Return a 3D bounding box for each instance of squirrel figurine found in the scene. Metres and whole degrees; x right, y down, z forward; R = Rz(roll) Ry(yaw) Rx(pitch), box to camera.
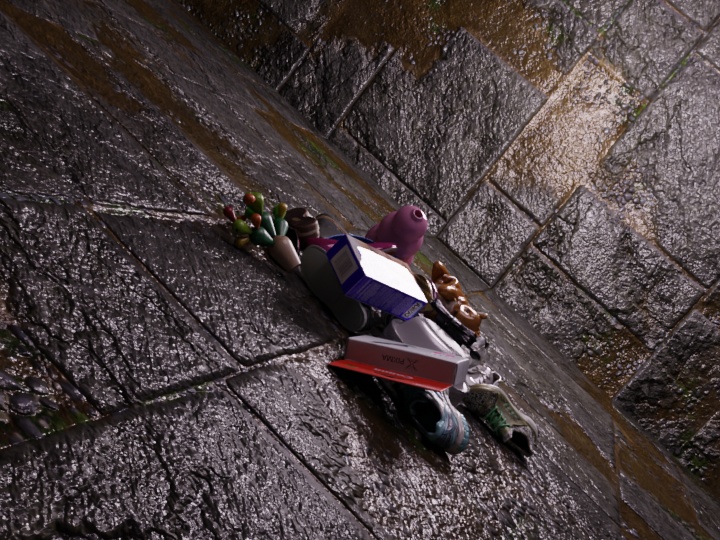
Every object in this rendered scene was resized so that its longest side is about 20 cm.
[{"bbox_3d":[0.239,0.108,2.097,0.200,0.142,0.186,44,-5,-40],"label":"squirrel figurine"}]

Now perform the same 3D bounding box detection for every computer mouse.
[{"bbox_3d":[0.201,0.129,1.713,0.141,0.046,0.201,48,-9,26],"label":"computer mouse"}]

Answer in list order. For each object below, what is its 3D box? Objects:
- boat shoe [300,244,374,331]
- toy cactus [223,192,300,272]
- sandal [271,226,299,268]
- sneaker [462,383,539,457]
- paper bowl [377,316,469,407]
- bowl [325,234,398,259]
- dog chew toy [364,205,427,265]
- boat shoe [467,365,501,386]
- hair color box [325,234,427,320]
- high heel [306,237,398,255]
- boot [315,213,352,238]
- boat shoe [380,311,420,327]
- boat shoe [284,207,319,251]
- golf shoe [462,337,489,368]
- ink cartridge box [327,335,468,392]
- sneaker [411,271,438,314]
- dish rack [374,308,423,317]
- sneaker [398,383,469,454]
[{"bbox_3d":[-0.045,0.037,1.648,0.202,0.075,0.060,58,18,21],"label":"boat shoe"},{"bbox_3d":[-0.176,-0.067,1.586,0.166,0.102,0.200,55,12,2],"label":"toy cactus"},{"bbox_3d":[-0.149,-0.058,1.715,0.075,0.045,0.201,36,12,-20],"label":"sandal"},{"bbox_3d":[0.289,0.306,1.740,0.199,0.077,0.089,36,20,-11],"label":"sneaker"},{"bbox_3d":[0.128,0.168,1.634,0.200,0.105,0.201,40,11,-9],"label":"paper bowl"},{"bbox_3d":[0.000,0.000,1.812,0.197,0.040,0.202,16,34,-11],"label":"bowl"},{"bbox_3d":[0.085,-0.073,1.921,0.122,0.200,0.127,13,57,-21],"label":"dog chew toy"},{"bbox_3d":[0.256,0.238,1.877,0.071,0.070,0.199,47,13,23],"label":"boat shoe"},{"bbox_3d":[0.033,0.016,1.648,0.199,0.065,0.110,26,30,-47],"label":"hair color box"},{"bbox_3d":[-0.014,-0.051,1.769,0.198,0.068,0.097,-14,60,-38],"label":"high heel"},{"bbox_3d":[-0.038,-0.036,1.978,0.198,0.078,0.139,33,21,-7],"label":"boot"},{"bbox_3d":[0.123,0.149,1.792,0.200,0.072,0.068,44,8,-20],"label":"boat shoe"},{"bbox_3d":[-0.132,-0.081,1.845,0.202,0.073,0.076,-133,-153,-70],"label":"boat shoe"},{"bbox_3d":[0.237,0.184,1.953,0.078,0.098,0.199,45,13,18],"label":"golf shoe"},{"bbox_3d":[0.065,0.150,1.414,0.196,0.044,0.173,11,1,19],"label":"ink cartridge box"},{"bbox_3d":[0.142,0.055,1.864,0.089,0.076,0.200,31,7,-22],"label":"sneaker"},{"bbox_3d":[0.062,0.075,1.900,0.199,0.055,0.154,38,10,-7],"label":"dish rack"},{"bbox_3d":[0.110,0.219,1.456,0.086,0.078,0.201,26,18,-40],"label":"sneaker"}]
